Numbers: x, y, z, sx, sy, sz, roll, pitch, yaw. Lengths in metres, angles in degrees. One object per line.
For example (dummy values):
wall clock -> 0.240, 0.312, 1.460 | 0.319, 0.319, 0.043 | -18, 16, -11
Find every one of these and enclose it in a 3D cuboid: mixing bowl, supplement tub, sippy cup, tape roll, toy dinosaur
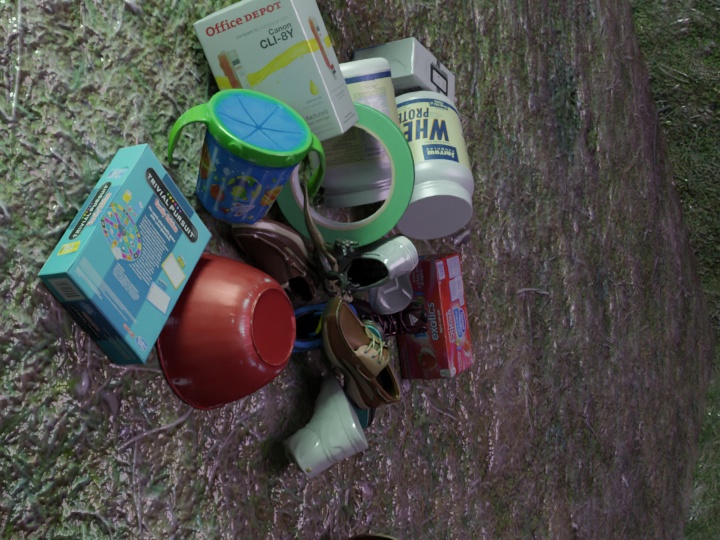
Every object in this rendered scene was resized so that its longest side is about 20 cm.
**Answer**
mixing bowl -> -0.150, 0.074, 1.317 | 0.200, 0.108, 0.202 | 11, 77, -59
supplement tub -> 0.102, -0.168, 1.692 | 0.145, 0.144, 0.202 | 39, 36, -51
sippy cup -> -0.143, -0.134, 1.317 | 0.140, 0.177, 0.131 | -46, 166, -54
tape roll -> -0.023, -0.133, 1.473 | 0.048, 0.198, 0.202 | -56, 137, -80
supplement tub -> -0.011, -0.203, 1.561 | 0.145, 0.144, 0.202 | -26, 109, -58
toy dinosaur -> -0.038, -0.017, 1.432 | 0.047, 0.088, 0.201 | -32, 128, -24

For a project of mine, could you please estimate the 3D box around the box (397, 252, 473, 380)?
box -> 0.121, 0.078, 1.796 | 0.099, 0.095, 0.202 | -18, 102, -59

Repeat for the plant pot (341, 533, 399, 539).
plant pot -> 0.023, 0.512, 1.511 | 0.201, 0.185, 0.188 | 76, 28, -44

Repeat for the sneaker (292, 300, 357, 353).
sneaker -> -0.056, 0.078, 1.483 | 0.199, 0.078, 0.067 | -9, 87, -52

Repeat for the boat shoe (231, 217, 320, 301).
boat shoe -> -0.108, -0.010, 1.434 | 0.202, 0.074, 0.076 | 33, 60, -55

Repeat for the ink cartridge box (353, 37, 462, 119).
ink cartridge box -> 0.083, -0.309, 1.768 | 0.200, 0.115, 0.069 | 27, 62, -57

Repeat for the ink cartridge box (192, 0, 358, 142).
ink cartridge box -> -0.109, -0.258, 1.372 | 0.201, 0.144, 0.083 | 68, 23, -14

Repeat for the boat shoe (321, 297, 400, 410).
boat shoe -> 0.006, 0.115, 1.469 | 0.076, 0.073, 0.201 | -71, 148, -41

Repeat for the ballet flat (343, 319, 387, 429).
ballet flat -> 0.006, 0.145, 1.582 | 0.068, 0.067, 0.201 | -56, 160, -56

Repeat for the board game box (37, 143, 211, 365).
board game box -> -0.260, -0.019, 1.199 | 0.151, 0.047, 0.201 | 59, 39, -37

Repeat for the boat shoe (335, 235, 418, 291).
boat shoe -> 0.000, 0.000, 1.518 | 0.068, 0.199, 0.073 | -31, 107, -36

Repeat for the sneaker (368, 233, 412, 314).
sneaker -> 0.036, 0.018, 1.636 | 0.071, 0.080, 0.201 | 54, 24, -16

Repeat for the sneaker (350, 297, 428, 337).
sneaker -> 0.040, 0.074, 1.636 | 0.200, 0.115, 0.076 | -12, 96, -60

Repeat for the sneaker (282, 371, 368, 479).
sneaker -> -0.062, 0.217, 1.485 | 0.074, 0.115, 0.200 | 59, 2, -18
